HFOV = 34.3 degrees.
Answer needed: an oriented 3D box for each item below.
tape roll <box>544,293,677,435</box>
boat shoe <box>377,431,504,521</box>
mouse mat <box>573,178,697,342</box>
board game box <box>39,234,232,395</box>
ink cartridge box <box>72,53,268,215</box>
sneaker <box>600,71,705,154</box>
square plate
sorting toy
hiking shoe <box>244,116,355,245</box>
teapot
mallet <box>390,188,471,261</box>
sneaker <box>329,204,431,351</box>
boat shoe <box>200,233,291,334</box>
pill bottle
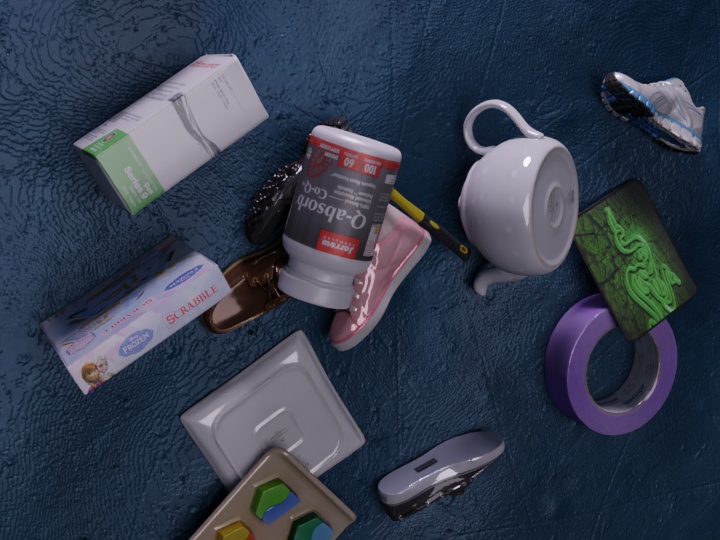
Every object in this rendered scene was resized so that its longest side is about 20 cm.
[{"bbox_3d":[0.374,0.139,1.738,0.197,0.066,0.204,-5,103,-22],"label":"tape roll"},{"bbox_3d":[0.120,0.297,1.656,0.198,0.070,0.067,-25,117,-17],"label":"boat shoe"},{"bbox_3d":[0.399,-0.017,1.704,0.160,0.008,0.202,-31,95,-26],"label":"mouse mat"},{"bbox_3d":[-0.266,0.045,1.356,0.199,0.199,0.041,-35,113,-13],"label":"board game box"},{"bbox_3d":[-0.222,-0.163,1.362,0.199,0.146,0.085,-37,112,-13],"label":"ink cartridge box"},{"bbox_3d":[0.427,-0.248,1.688,0.198,0.075,0.088,27,79,-31],"label":"sneaker"},{"bbox_3d":[-0.110,0.215,1.556,0.199,0.028,0.200,-35,112,-14],"label":"square plate"},{"bbox_3d":[-0.120,0.356,1.553,0.200,0.036,0.185,-45,123,-4],"label":"sorting toy"},{"bbox_3d":[-0.061,-0.097,1.487,0.101,0.076,0.201,44,81,-22],"label":"hiking shoe"},{"bbox_3d":[0.198,-0.093,1.574,0.198,0.144,0.202,47,57,-50],"label":"teapot"},{"bbox_3d":[0.070,-0.065,1.519,0.200,0.041,0.066,44,56,-23],"label":"mallet"},{"bbox_3d":[0.000,0.000,1.537,0.104,0.075,0.201,41,79,-25],"label":"sneaker"},{"bbox_3d":[-0.117,0.011,1.488,0.199,0.067,0.073,-37,113,-13],"label":"boat shoe"},{"bbox_3d":[-0.029,-0.064,1.413,0.114,0.116,0.203,12,100,-25],"label":"pill bottle"}]
